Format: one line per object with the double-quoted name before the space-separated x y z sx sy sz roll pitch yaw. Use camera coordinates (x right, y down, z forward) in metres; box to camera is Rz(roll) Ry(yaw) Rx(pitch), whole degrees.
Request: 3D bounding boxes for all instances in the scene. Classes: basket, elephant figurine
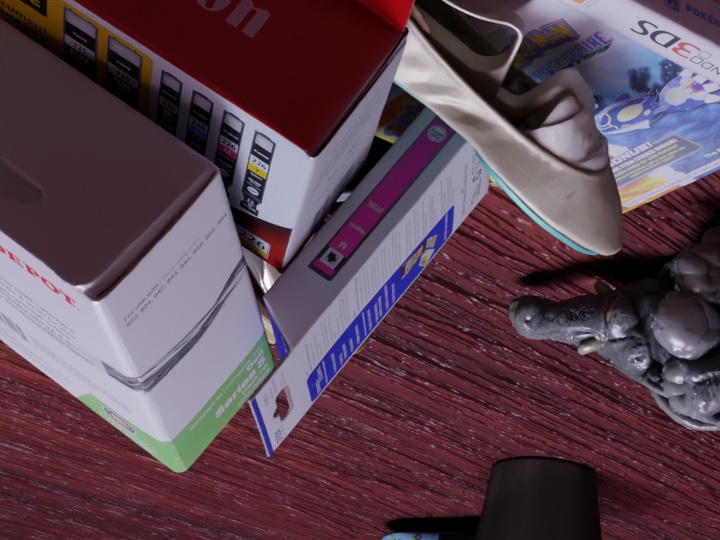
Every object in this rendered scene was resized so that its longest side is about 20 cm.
"basket" 0.184 0.307 1.491 0.180 0.200 0.136 15 155 -21
"elephant figurine" 0.224 0.043 1.001 0.141 0.155 0.200 -32 180 -19

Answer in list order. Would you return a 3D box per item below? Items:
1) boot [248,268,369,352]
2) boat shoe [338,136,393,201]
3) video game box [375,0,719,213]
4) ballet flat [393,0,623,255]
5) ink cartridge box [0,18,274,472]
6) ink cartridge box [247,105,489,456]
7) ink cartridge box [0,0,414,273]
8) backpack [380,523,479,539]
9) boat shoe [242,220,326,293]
"boot" -0.107 0.029 1.095 0.200 0.073 0.155 19 154 -21
"boat shoe" -0.063 -0.076 0.825 0.200 0.073 0.062 7 -176 -19
"video game box" 0.123 -0.098 0.772 0.182 0.047 0.200 22 153 -25
"ballet flat" 0.069 -0.085 0.687 0.200 0.069 0.069 38 148 -13
"ink cartridge box" -0.130 -0.006 0.691 0.145 0.084 0.200 34 158 20
"ink cartridge box" 0.000 0.000 0.747 0.037 0.200 0.095 33 162 15
"ink cartridge box" -0.087 -0.114 0.656 0.200 0.084 0.176 33 156 5
"backpack" 0.122 0.391 1.793 0.200 0.135 0.183 -5 153 31
"boat shoe" -0.063 -0.048 0.926 0.072 0.076 0.200 -32 139 4
